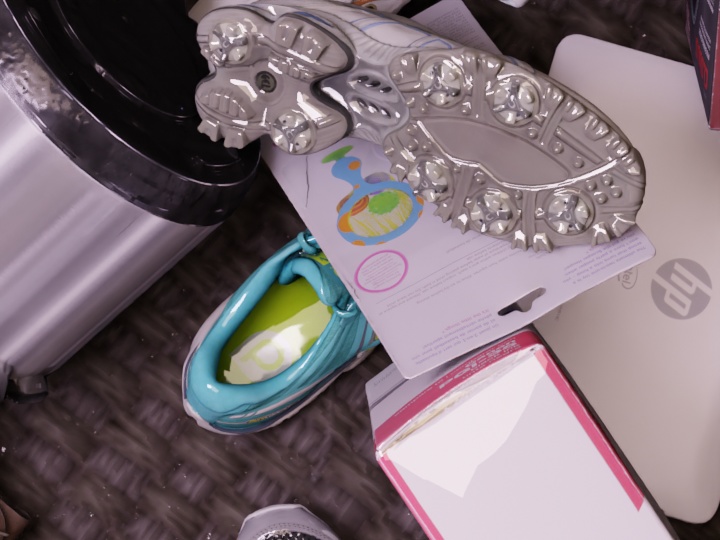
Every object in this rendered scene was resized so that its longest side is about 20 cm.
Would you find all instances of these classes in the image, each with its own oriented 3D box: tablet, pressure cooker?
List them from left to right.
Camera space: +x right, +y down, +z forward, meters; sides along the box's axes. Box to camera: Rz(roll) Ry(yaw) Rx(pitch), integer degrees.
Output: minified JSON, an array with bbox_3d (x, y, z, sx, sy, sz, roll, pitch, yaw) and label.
[{"bbox_3d":[-0.164,-0.039,1.282,0.200,0.176,0.179,-40,91,24],"label":"pressure cooker"},{"bbox_3d":[0.126,0.003,1.360,0.129,0.014,0.201,16,86,4],"label":"tablet"}]

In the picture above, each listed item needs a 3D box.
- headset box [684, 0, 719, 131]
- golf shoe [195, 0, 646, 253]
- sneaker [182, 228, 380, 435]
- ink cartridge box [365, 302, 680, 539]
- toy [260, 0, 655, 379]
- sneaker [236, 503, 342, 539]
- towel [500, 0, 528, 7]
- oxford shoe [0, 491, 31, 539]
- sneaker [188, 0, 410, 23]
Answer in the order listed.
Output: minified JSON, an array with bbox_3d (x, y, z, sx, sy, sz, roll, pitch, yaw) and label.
[{"bbox_3d":[0.185,-0.156,1.279,0.077,0.149,0.201,4,112,1],"label":"headset box"},{"bbox_3d":[0.034,-0.074,1.229,0.199,0.097,0.079,22,119,16],"label":"golf shoe"},{"bbox_3d":[0.000,0.000,1.332,0.077,0.080,0.200,44,87,7],"label":"sneaker"},{"bbox_3d":[0.074,0.096,1.246,0.083,0.200,0.147,-34,95,3],"label":"ink cartridge box"},{"bbox_3d":[0.035,-0.029,1.269,0.115,0.047,0.200,-27,47,-6],"label":"toy"},{"bbox_3d":[-0.018,0.202,1.314,0.078,0.077,0.201,-12,82,3],"label":"sneaker"},{"bbox_3d":[0.050,-0.216,1.218,0.171,0.048,0.201,27,79,30],"label":"towel"},{"bbox_3d":[-0.192,0.129,1.332,0.084,0.073,0.201,4,84,1],"label":"oxford shoe"},{"bbox_3d":[-0.025,-0.124,1.345,0.200,0.085,0.073,-43,86,-1],"label":"sneaker"}]
